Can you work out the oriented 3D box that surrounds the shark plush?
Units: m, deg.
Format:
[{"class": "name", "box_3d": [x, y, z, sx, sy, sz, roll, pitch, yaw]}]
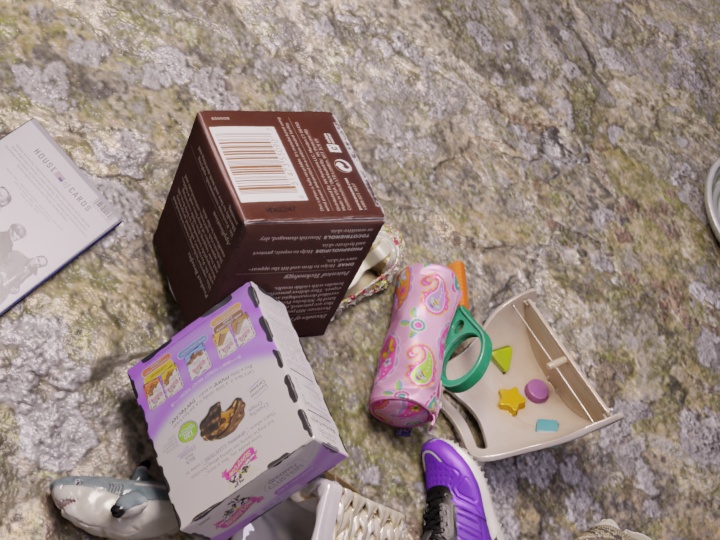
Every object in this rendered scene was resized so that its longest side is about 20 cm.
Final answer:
[{"class": "shark plush", "box_3d": [-0.211, 0.221, 1.318, 0.200, 0.091, 0.083, -19, 50, -31]}]

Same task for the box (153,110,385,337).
[{"class": "box", "box_3d": [-0.104, -0.047, 1.384, 0.164, 0.200, 0.166, -4, 52, -30]}]

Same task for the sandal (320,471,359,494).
[{"class": "sandal", "box_3d": [-0.071, 0.226, 1.412, 0.200, 0.054, 0.080, 49, 57, -23]}]

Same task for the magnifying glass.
[{"class": "magnifying glass", "box_3d": [0.121, 0.065, 1.573, 0.022, 0.080, 0.200, 37, 34, -29]}]

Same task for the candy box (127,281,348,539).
[{"class": "candy box", "box_3d": [-0.126, 0.142, 1.292, 0.072, 0.168, 0.200, 38, 22, -52]}]

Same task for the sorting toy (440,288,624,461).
[{"class": "sorting toy", "box_3d": [0.183, 0.152, 1.573, 0.180, 0.107, 0.200, -21, 62, -22]}]

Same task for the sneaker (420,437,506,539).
[{"class": "sneaker", "box_3d": [0.103, 0.292, 1.475, 0.099, 0.070, 0.200, -16, 78, -33]}]

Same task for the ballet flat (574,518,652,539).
[{"class": "ballet flat", "box_3d": [0.329, 0.351, 1.602, 0.200, 0.068, 0.075, 28, 35, -25]}]

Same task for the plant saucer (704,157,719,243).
[{"class": "plant saucer", "box_3d": [0.584, -0.080, 1.947, 0.200, 0.050, 0.201, 13, 64, -27]}]

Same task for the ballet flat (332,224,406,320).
[{"class": "ballet flat", "box_3d": [0.000, 0.000, 1.543, 0.076, 0.064, 0.200, 49, 53, -2]}]

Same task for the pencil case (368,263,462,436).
[{"class": "pencil case", "box_3d": [0.067, 0.091, 1.529, 0.087, 0.087, 0.200, 25, 57, -20]}]

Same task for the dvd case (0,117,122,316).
[{"class": "dvd case", "box_3d": [-0.370, -0.054, 1.362, 0.150, 0.025, 0.200, 49, 52, -4]}]

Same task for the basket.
[{"class": "basket", "box_3d": [-0.054, 0.316, 1.302, 0.123, 0.135, 0.200, 26, 71, -37]}]
